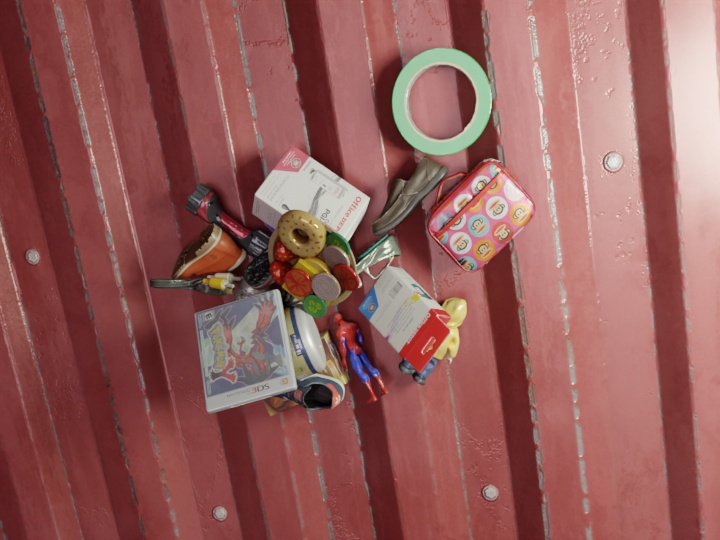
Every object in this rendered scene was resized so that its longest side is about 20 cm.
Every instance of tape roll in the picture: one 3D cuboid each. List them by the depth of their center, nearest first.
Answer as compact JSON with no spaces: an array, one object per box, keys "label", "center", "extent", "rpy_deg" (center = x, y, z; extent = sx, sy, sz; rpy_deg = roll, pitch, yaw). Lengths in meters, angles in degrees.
[{"label":"tape roll","center":[0.160,-0.331,1.373],"extent":[0.195,0.048,0.206],"rpy_deg":[2,102,10]}]

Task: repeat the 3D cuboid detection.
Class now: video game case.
[{"label":"video game case","center":[-0.225,0.154,1.348],"extent":[0.178,0.023,0.204],"rpy_deg":[-16,67,4]}]

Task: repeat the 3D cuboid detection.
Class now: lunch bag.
[{"label":"lunch bag","center":[0.228,-0.119,1.381],"extent":[0.176,0.082,0.200],"rpy_deg":[44,102,-9]}]

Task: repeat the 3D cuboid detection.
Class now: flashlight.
[{"label":"flashlight","center":[-0.277,-0.105,1.490],"extent":[0.198,0.068,0.069],"rpy_deg":[33,69,-1]}]

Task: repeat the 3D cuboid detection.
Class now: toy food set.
[{"label":"toy food set","center":[-0.094,-0.011,1.347],"extent":[0.196,0.049,0.201],"rpy_deg":[37,127,0]}]

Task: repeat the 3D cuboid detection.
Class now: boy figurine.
[{"label":"boy figurine","center":[0.154,0.137,1.467],"extent":[0.123,0.064,0.203],"rpy_deg":[31,104,2]}]

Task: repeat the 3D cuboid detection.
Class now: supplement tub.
[{"label":"supplement tub","center":[-0.181,0.168,1.425],"extent":[0.196,0.144,0.147],"rpy_deg":[-21,98,2]}]

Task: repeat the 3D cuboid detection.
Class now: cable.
[{"label":"cable","center":[-0.345,0.019,1.485],"extent":[0.195,0.097,0.052],"rpy_deg":[8,101,7]}]

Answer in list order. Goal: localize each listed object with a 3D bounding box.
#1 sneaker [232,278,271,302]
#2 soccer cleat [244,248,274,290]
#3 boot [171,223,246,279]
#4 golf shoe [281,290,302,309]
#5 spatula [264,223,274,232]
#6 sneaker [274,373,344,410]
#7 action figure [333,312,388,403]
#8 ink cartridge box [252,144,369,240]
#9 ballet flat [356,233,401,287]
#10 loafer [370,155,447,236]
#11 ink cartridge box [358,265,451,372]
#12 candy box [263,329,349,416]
[{"label":"sneaker","center":[-0.260,0.090,1.501],"extent":[0.072,0.116,0.203],"rpy_deg":[27,104,5]},{"label":"soccer cleat","center":[-0.158,-0.035,1.463],"extent":[0.199,0.073,0.068],"rpy_deg":[-43,76,-4]},{"label":"boot","center":[-0.331,-0.016,1.503],"extent":[0.106,0.076,0.198],"rpy_deg":[33,138,-31]},{"label":"golf shoe","center":[-0.115,0.050,1.488],"extent":[0.087,0.078,0.202],"rpy_deg":[25,118,-18]},{"label":"spatula","center":[-0.118,-0.063,1.490],"extent":[0.198,0.021,0.057],"rpy_deg":[36,110,-3]},{"label":"sneaker","center":[-0.134,0.251,1.472],"extent":[0.194,0.085,0.077],"rpy_deg":[6,103,8]},{"label":"action figure","center":[-0.009,0.184,1.502],"extent":[0.052,0.064,0.204],"rpy_deg":[-33,79,54]},{"label":"ink cartridge box","center":[-0.099,-0.132,1.408],"extent":[0.198,0.083,0.148],"rpy_deg":[33,65,1]},{"label":"ballet flat","center":[0.000,0.000,1.432],"extent":[0.198,0.067,0.065],"rpy_deg":[-34,96,-12]},{"label":"loafer","center":[0.088,-0.153,1.417],"extent":[0.071,0.073,0.200],"rpy_deg":[45,95,2]},{"label":"ink cartridge box","center":[0.101,0.100,1.418],"extent":[0.200,0.067,0.117],"rpy_deg":[46,109,30]},{"label":"candy box","center":[-0.135,0.226,1.540],"extent":[0.196,0.056,0.119],"rpy_deg":[-25,96,12]}]
